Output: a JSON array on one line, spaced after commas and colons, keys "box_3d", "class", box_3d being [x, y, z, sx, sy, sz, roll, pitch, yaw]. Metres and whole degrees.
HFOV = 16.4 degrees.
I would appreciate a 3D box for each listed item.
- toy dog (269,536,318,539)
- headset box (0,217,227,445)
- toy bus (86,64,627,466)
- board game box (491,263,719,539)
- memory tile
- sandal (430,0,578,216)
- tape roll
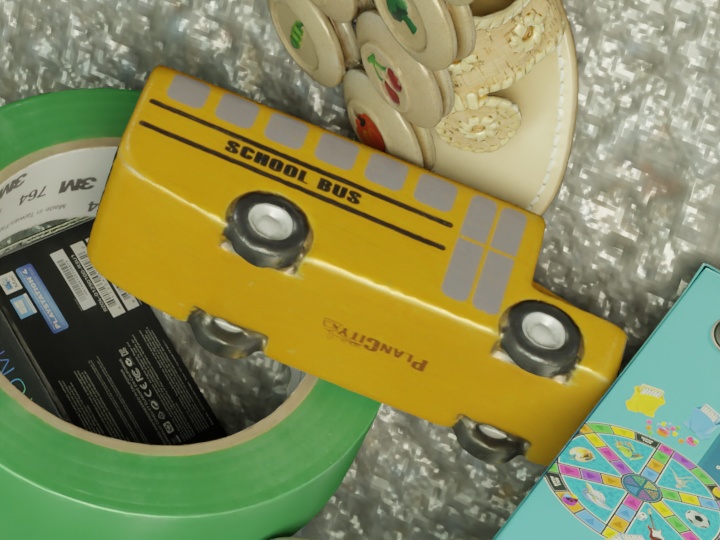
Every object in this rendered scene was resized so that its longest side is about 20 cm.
[{"box_3d": [0.057, 0.153, 0.934, 0.199, 0.096, 0.132, -8, 134, -4], "class": "toy dog"}, {"box_3d": [-0.162, 0.102, 1.090, 0.200, 0.093, 0.174, -31, 88, 33], "class": "headset box"}, {"box_3d": [0.000, 0.000, 0.936, 0.200, 0.078, 0.065, 22, 137, -3], "class": "toy bus"}, {"box_3d": [0.135, 0.104, 0.865, 0.151, 0.200, 0.047, 28, 141, 19], "class": "board game box"}, {"box_3d": [-0.012, -0.122, 0.905, 0.153, 0.017, 0.200, 54, 162, 14], "class": "memory tile"}, {"box_3d": [0.037, -0.110, 0.927, 0.077, 0.070, 0.212, 8, 109, 20], "class": "sandal"}, {"box_3d": [-0.088, 0.021, 0.960, 0.200, 0.200, 0.048, 41, 141, 12], "class": "tape roll"}]
